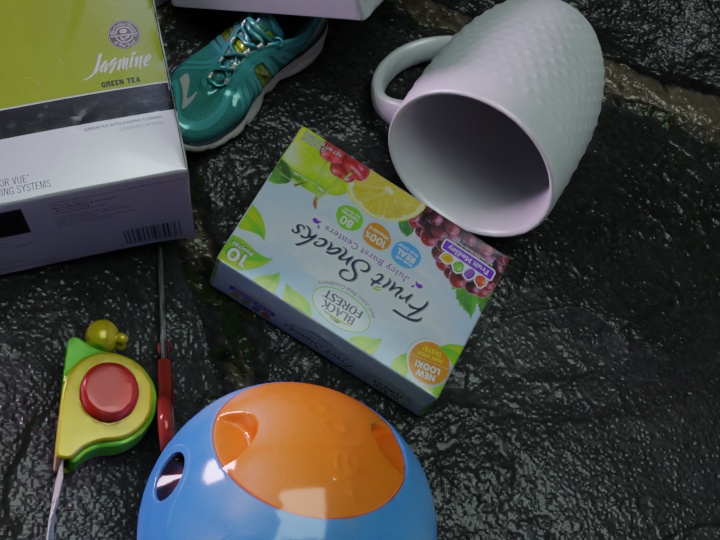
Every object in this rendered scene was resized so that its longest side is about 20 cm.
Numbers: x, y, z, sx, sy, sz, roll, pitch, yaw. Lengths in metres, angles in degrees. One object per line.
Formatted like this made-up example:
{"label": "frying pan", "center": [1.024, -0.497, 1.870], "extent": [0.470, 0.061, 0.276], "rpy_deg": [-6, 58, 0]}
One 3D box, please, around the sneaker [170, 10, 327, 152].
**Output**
{"label": "sneaker", "center": [-0.095, -0.177, 1.129], "extent": [0.077, 0.080, 0.200], "rpy_deg": [39, 62, 3]}

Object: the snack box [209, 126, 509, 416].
{"label": "snack box", "center": [0.000, 0.000, 1.093], "extent": [0.199, 0.053, 0.143], "rpy_deg": [31, 63, -1]}

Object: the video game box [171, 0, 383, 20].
{"label": "video game box", "center": [-0.035, -0.275, 1.135], "extent": [0.198, 0.047, 0.183], "rpy_deg": [11, 44, 33]}

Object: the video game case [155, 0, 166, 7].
{"label": "video game case", "center": [-0.260, -0.265, 1.151], "extent": [0.199, 0.024, 0.182], "rpy_deg": [-39, 82, -26]}

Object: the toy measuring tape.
{"label": "toy measuring tape", "center": [-0.181, 0.130, 0.973], "extent": [0.073, 0.074, 0.203], "rpy_deg": [7, 65, -13]}

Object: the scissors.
{"label": "scissors", "center": [-0.146, 0.073, 1.032], "extent": [0.014, 0.074, 0.201], "rpy_deg": [-6, 44, -6]}

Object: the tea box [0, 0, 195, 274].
{"label": "tea box", "center": [-0.235, -0.117, 1.006], "extent": [0.197, 0.134, 0.199], "rpy_deg": [-10, 72, -8]}

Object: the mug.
{"label": "mug", "center": [0.102, -0.146, 1.152], "extent": [0.198, 0.149, 0.176], "rpy_deg": [15, 50, 24]}

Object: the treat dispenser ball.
{"label": "treat dispenser ball", "center": [-0.048, 0.176, 0.918], "extent": [0.198, 0.201, 0.204], "rpy_deg": [6, 65, -14]}
